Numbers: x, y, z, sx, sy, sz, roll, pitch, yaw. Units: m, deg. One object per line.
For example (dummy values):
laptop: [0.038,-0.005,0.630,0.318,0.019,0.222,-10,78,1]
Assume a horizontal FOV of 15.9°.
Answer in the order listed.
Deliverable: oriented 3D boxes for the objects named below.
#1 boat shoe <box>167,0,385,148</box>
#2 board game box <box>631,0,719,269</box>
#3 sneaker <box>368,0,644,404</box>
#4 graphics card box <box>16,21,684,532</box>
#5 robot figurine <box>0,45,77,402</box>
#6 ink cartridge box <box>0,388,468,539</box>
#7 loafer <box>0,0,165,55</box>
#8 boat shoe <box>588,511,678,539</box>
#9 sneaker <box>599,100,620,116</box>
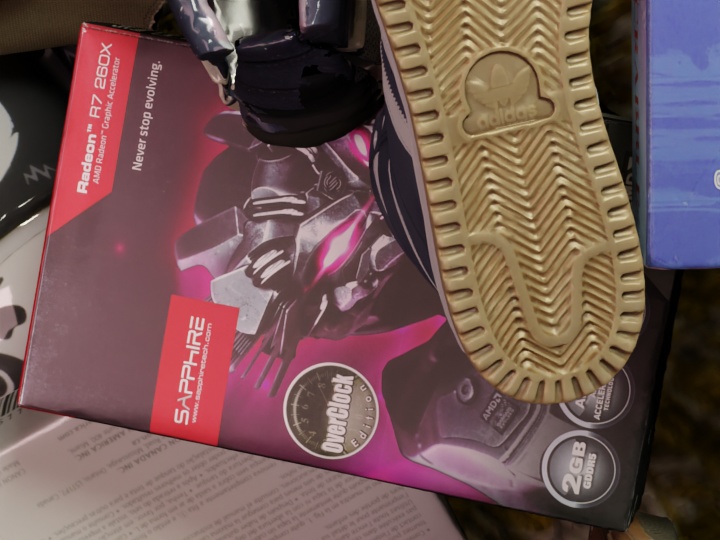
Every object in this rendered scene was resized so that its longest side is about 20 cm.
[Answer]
boat shoe: [-0.033,-0.141,0.744,0.075,0.093,0.200,-15,81,5]
board game box: [0.171,-0.102,0.672,0.199,0.041,0.200,-2,101,0]
sneaker: [0.032,-0.072,0.703,0.070,0.109,0.200,-8,103,-4]
graphics card box: [0.000,0.000,0.803,0.200,0.051,0.126,12,95,8]
robot figurine: [-0.143,-0.023,0.955,0.200,0.125,0.150,48,146,21]
ink cartridge box: [-0.041,0.112,0.897,0.162,0.057,0.200,-29,114,9]
loafer: [-0.095,-0.107,0.886,0.200,0.075,0.070,-30,96,-1]
boat shoe: [0.064,0.175,0.816,0.074,0.076,0.200,6,92,0]
sneaker: [0.030,-0.109,0.845,0.079,0.075,0.200,-19,96,29]
